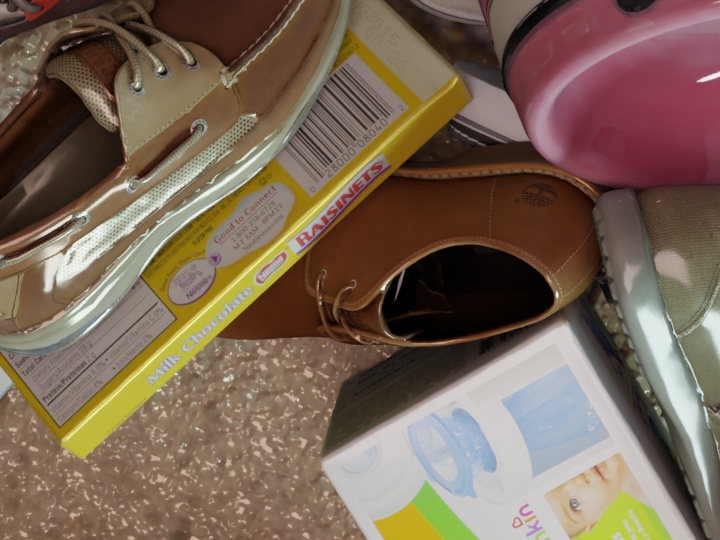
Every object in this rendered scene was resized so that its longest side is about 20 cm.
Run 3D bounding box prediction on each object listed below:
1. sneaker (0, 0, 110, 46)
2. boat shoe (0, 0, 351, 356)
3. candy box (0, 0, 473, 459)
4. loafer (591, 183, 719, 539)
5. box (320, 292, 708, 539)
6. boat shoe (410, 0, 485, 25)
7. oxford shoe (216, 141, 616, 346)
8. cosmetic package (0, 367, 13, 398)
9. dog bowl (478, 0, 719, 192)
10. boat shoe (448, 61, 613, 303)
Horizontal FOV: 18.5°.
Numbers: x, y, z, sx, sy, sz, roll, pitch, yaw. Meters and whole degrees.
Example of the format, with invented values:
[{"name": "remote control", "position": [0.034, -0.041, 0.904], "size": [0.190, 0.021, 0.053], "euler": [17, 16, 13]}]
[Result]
[{"name": "sneaker", "position": [-0.136, -0.123, 0.842], "size": [0.199, 0.082, 0.077], "euler": [-22, 101, 10]}, {"name": "boat shoe", "position": [-0.079, -0.059, 0.796], "size": [0.076, 0.072, 0.200], "euler": [34, 82, 32]}, {"name": "candy box", "position": [-0.063, -0.032, 0.837], "size": [0.200, 0.026, 0.102], "euler": [-42, 59, -2]}, {"name": "loafer", "position": [0.145, 0.044, 0.810], "size": [0.069, 0.075, 0.200], "euler": [-19, 134, 12]}, {"name": "box", "position": [0.084, 0.115, 0.873], "size": [0.112, 0.101, 0.201], "euler": [-31, 100, 11]}, {"name": "boat shoe", "position": [0.108, -0.131, 0.825], "size": [0.198, 0.070, 0.071], "euler": [-7, 103, 6]}, {"name": "oxford shoe", "position": [0.000, 0.000, 0.841], "size": [0.199, 0.071, 0.072], "euler": [-11, 120, 35]}, {"name": "cosmetic package", "position": [-0.237, 0.004, 0.901], "size": [0.200, 0.052, 0.151], "euler": [41, 101, -6]}, {"name": "dog bowl", "position": [0.134, -0.087, 0.739], "size": [0.199, 0.200, 0.074], "euler": [-5, 71, 6]}, {"name": "boat shoe", "position": [0.115, -0.015, 0.860], "size": [0.199, 0.070, 0.067], "euler": [24, 104, -9]}]
